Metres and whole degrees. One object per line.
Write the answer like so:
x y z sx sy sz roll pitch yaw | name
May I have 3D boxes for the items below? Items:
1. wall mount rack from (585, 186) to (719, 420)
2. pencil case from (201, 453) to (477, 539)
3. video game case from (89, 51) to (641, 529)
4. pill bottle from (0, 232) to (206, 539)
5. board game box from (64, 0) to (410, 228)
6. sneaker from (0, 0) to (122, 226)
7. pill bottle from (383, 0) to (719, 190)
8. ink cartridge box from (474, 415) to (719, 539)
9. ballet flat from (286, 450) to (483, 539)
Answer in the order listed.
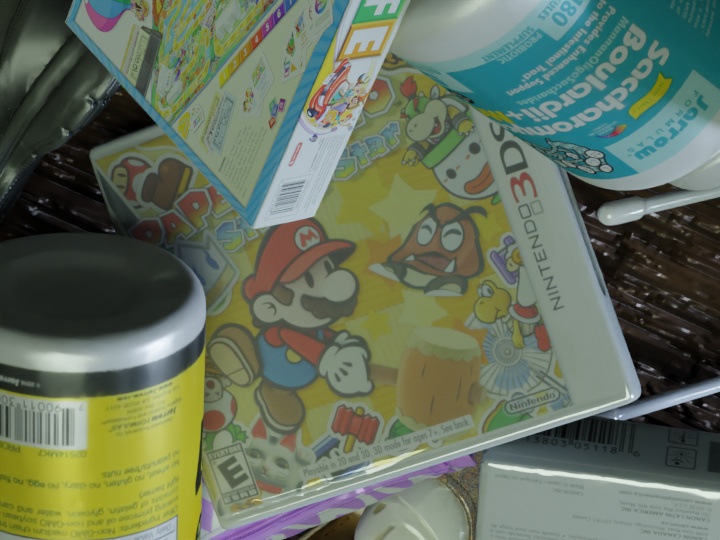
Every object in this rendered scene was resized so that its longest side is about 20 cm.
0.190 0.019 1.183 0.174 0.075 0.200 9 124 9 | wall mount rack
-0.042 0.091 1.242 0.200 0.086 0.084 -28 125 20 | pencil case
0.000 0.000 1.162 0.200 0.023 0.182 -19 92 17 | video game case
-0.125 0.095 1.157 0.114 0.114 0.200 4 116 1 | pill bottle
-0.034 -0.135 1.000 0.034 0.134 0.200 -12 139 -42 | board game box
-0.180 -0.060 1.158 0.091 0.076 0.200 40 106 -7 | sneaker
0.089 -0.102 1.063 0.111 0.111 0.200 -35 138 25 | pill bottle
0.131 0.159 1.227 0.162 0.050 0.200 7 129 6 | ink cartridge box
0.003 0.141 1.277 0.200 0.067 0.068 -37 92 25 | ballet flat
